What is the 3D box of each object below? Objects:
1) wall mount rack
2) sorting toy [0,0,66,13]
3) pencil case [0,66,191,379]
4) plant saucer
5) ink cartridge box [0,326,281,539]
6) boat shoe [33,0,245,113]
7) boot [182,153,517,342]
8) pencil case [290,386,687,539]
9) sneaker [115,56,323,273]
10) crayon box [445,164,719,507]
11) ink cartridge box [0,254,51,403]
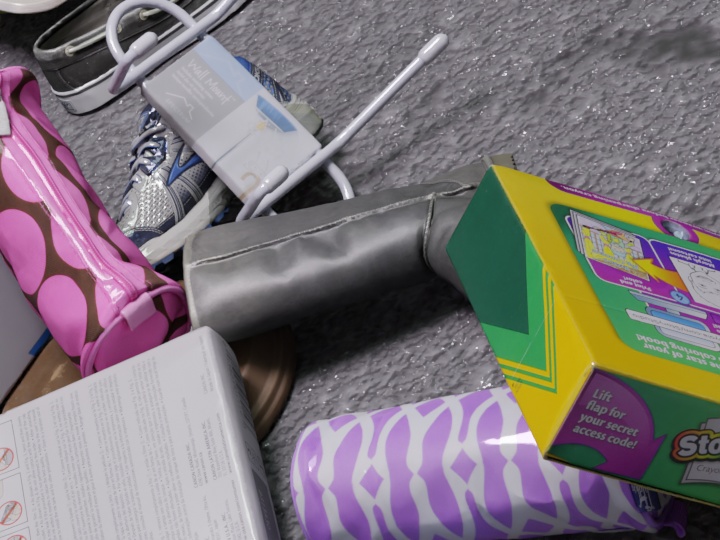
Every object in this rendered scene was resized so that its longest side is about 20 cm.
[{"bbox_3d":[-0.052,-0.122,1.496,0.174,0.200,0.075,-41,-6,-34],"label":"wall mount rack"},{"bbox_3d":[-0.232,-0.244,1.820,0.200,0.107,0.180,-36,30,-9],"label":"sorting toy"},{"bbox_3d":[-0.176,-0.027,1.419,0.090,0.094,0.200,-25,65,-32],"label":"pencil case"},{"bbox_3d":[-0.132,0.073,1.441,0.199,0.030,0.201,-19,36,14],"label":"plant saucer"},{"bbox_3d":[-0.147,0.136,1.329,0.199,0.050,0.161,-24,50,9],"label":"ink cartridge box"},{"bbox_3d":[-0.146,-0.195,1.752,0.200,0.064,0.071,-42,37,-17],"label":"boat shoe"},{"bbox_3d":[0.000,0.002,1.373,0.199,0.073,0.182,-10,23,-1],"label":"boot"},{"bbox_3d":[0.064,0.102,1.219,0.199,0.086,0.084,-8,30,26],"label":"pencil case"},{"bbox_3d":[-0.118,-0.059,1.529,0.200,0.085,0.077,-43,4,-28],"label":"sneaker"},{"bbox_3d":[0.155,0.041,1.147,0.058,0.199,0.173,-62,26,25],"label":"crayon box"},{"bbox_3d":[-0.289,0.031,1.531,0.199,0.084,0.146,-7,39,42],"label":"ink cartridge box"}]
